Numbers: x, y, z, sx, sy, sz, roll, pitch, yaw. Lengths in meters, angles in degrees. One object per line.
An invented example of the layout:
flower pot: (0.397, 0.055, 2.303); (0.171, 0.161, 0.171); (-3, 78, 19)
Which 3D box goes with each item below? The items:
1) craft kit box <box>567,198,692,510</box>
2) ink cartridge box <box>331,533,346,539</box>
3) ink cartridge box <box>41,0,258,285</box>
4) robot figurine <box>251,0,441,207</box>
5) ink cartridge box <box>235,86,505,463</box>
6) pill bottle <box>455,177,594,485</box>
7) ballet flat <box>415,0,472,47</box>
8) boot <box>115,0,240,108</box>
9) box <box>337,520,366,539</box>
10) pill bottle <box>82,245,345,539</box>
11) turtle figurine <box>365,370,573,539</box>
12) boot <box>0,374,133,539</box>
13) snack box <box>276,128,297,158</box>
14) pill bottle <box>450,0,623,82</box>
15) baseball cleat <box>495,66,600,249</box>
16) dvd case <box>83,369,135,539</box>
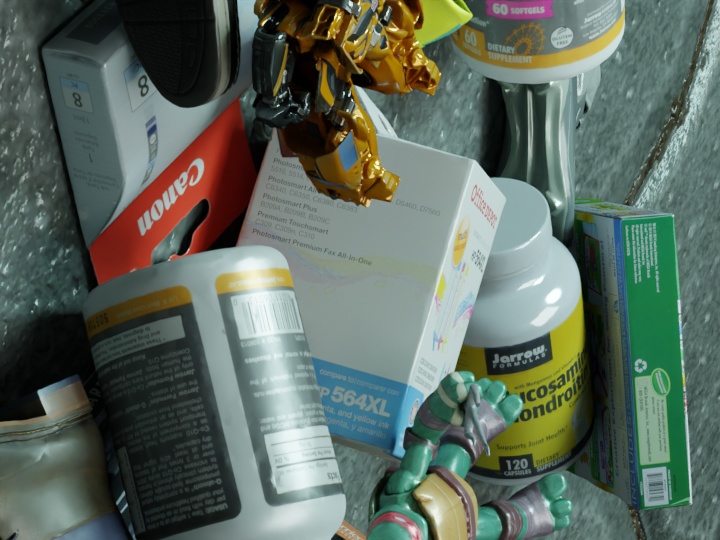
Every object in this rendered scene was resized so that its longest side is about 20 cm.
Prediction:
craft kit box: (0.178, 0.055, 1.910); (0.197, 0.048, 0.202); (-161, -113, -75)
ink cartridge box: (-0.053, 0.214, 1.492); (0.198, 0.199, 0.047); (-44, 161, -48)
ink cartridge box: (-0.096, -0.077, 1.495); (0.160, 0.047, 0.201); (-49, 141, -40)
robot figurine: (-0.007, -0.120, 1.429); (0.200, 0.058, 0.146); (68, 41, -66)
ink cartridge box: (0.000, 0.000, 1.602); (0.129, 0.124, 0.201); (38, 69, -76)
pill bottle: (0.097, 0.041, 1.844); (0.112, 0.111, 0.201); (-51, 144, -38)
ballet flat: (0.026, -0.229, 1.563); (0.067, 0.067, 0.202); (-16, 96, -69)
boot: (-0.063, -0.193, 1.414); (0.150, 0.073, 0.202); (-16, 94, -49)
box: (-0.041, 0.232, 1.642); (0.200, 0.124, 0.098); (-8, 129, -61)
pill bottle: (-0.072, 0.096, 1.438); (0.116, 0.116, 0.202); (-1, 76, -62)
turtle figurine: (0.053, 0.131, 1.520); (0.200, 0.100, 0.151); (-29, 107, -67)
boot: (-0.186, 0.126, 1.354); (0.200, 0.074, 0.097); (-28, 92, -52)
snack box: (-0.018, -0.155, 1.566); (0.201, 0.024, 0.072); (-73, 160, -47)
pill bottle: (0.106, -0.230, 1.710); (0.116, 0.116, 0.201); (-47, 141, -42)
baseball cleat: (0.136, -0.087, 1.902); (0.106, 0.069, 0.201); (-30, 129, -54)
dvd case: (-0.150, 0.136, 1.511); (0.200, 0.025, 0.151); (-53, 150, -37)
